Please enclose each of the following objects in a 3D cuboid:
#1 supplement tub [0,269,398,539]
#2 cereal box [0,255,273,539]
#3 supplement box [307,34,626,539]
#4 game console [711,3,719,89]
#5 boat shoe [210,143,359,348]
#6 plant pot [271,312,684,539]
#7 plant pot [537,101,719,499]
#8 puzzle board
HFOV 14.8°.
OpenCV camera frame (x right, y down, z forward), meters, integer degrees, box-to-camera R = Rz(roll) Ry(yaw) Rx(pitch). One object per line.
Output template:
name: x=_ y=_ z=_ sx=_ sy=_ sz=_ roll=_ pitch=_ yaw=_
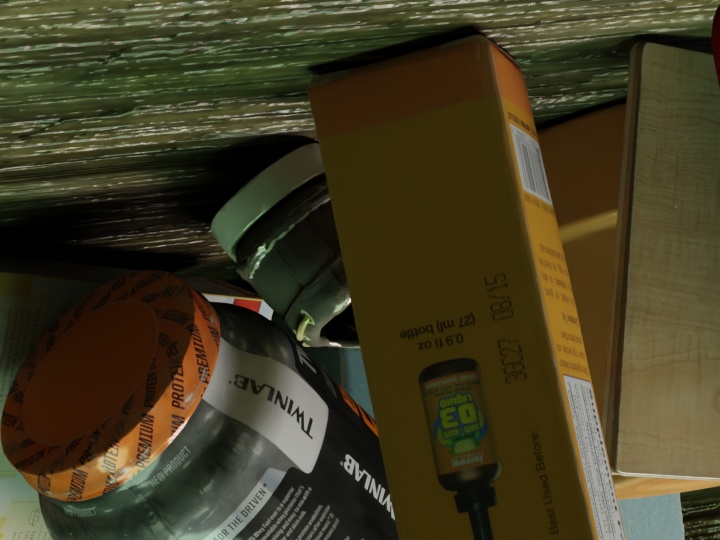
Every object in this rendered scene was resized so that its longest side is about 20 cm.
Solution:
supplement tub: x=-0.043 y=0.096 z=1.101 sx=0.122 sy=0.123 sz=0.200 roll=-18 pitch=132 yaw=33
cereal box: x=-0.124 y=0.069 z=1.142 sx=0.039 sy=0.145 sz=0.200 roll=19 pitch=-174 yaw=35
supplement box: x=0.039 y=0.028 z=0.929 sx=0.066 sy=0.201 sz=0.069 roll=-13 pitch=169 yaw=14
game console: x=0.223 y=-0.016 z=0.881 sx=0.118 sy=0.201 sz=0.172 roll=-2 pitch=166 yaw=-38
boat shoe: x=-0.002 y=0.002 z=1.096 sx=0.072 sy=0.060 sz=0.202 roll=-40 pitch=166 yaw=6
plant pot: x=0.014 y=0.089 z=1.314 sx=0.195 sy=0.197 sz=0.200 roll=-19 pitch=154 yaw=39
plant pot: x=0.149 y=0.012 z=1.139 sx=0.199 sy=0.141 sz=0.200 roll=-12 pitch=170 yaw=-2
puzzle board: x=0.163 y=0.004 z=1.031 sx=0.199 sy=0.151 sz=0.017 roll=6 pitch=176 yaw=-41
